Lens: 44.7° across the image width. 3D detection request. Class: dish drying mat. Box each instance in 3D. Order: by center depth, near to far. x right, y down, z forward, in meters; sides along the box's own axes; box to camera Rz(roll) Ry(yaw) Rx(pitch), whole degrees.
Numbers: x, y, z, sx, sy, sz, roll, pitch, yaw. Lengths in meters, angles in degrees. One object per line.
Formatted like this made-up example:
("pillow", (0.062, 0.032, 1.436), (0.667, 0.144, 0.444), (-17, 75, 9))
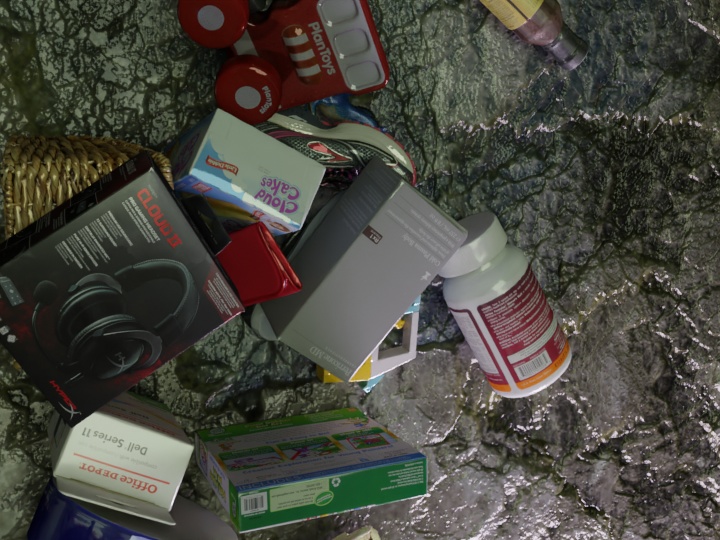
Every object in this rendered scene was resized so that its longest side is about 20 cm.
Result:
("dish drying mat", (-0.141, 0.008, 0.867), (0.018, 0.198, 0.078), (-45, 111, -41))

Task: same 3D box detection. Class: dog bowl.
("dog bowl", (-0.222, 0.268, 0.854), (0.197, 0.199, 0.080), (23, 85, -23))

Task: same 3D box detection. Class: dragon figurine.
("dragon figurine", (-0.022, -0.220, 0.958), (0.098, 0.059, 0.204), (-14, 102, -21))

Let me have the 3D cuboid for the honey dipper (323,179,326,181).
("honey dipper", (-0.098, -0.040, 0.959), (0.038, 0.038, 0.201), (43, 78, -21))

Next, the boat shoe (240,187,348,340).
("boat shoe", (-0.062, -0.016, 0.963), (0.201, 0.056, 0.069), (-52, 135, -10))

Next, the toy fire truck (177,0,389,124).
("toy fire truck", (-0.072, -0.245, 0.829), (0.165, 0.113, 0.202), (-13, 130, 12))

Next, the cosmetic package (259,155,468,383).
("cosmetic package", (0.000, 0.000, 0.890), (0.106, 0.090, 0.201), (33, 97, -31))

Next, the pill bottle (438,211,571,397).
("pill bottle", (0.164, 0.040, 1.038), (0.109, 0.109, 0.202), (-34, 108, -15))

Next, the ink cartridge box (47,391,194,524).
("ink cartridge box", (-0.231, 0.165, 0.838), (0.116, 0.199, 0.068), (24, 87, -23))

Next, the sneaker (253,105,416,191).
("sneaker", (-0.037, -0.114, 0.929), (0.196, 0.081, 0.076), (15, 64, 0))

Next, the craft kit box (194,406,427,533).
("craft kit box", (-0.058, 0.200, 0.917), (0.196, 0.197, 0.050), (-5, 101, -21))

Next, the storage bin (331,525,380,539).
("storage bin", (-0.027, 0.422, 0.976), (0.196, 0.094, 0.203), (-25, 84, -17))

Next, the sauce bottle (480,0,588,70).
("sauce bottle", (0.191, -0.315, 1.035), (0.199, 0.064, 0.065), (38, 81, -23))

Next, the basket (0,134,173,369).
("basket", (-0.257, -0.023, 0.833), (0.146, 0.143, 0.204), (-3, 109, -18))

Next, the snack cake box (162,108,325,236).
("snack cake box", (-0.129, -0.083, 0.850), (0.114, 0.199, 0.068), (27, 76, -21))

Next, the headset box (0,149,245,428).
("headset box", (-0.205, 0.009, 0.741), (0.198, 0.077, 0.150), (-33, 116, -5))

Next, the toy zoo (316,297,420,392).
("toy zoo", (0.011, 0.048, 0.993), (0.129, 0.020, 0.204), (-11, 116, -31))
